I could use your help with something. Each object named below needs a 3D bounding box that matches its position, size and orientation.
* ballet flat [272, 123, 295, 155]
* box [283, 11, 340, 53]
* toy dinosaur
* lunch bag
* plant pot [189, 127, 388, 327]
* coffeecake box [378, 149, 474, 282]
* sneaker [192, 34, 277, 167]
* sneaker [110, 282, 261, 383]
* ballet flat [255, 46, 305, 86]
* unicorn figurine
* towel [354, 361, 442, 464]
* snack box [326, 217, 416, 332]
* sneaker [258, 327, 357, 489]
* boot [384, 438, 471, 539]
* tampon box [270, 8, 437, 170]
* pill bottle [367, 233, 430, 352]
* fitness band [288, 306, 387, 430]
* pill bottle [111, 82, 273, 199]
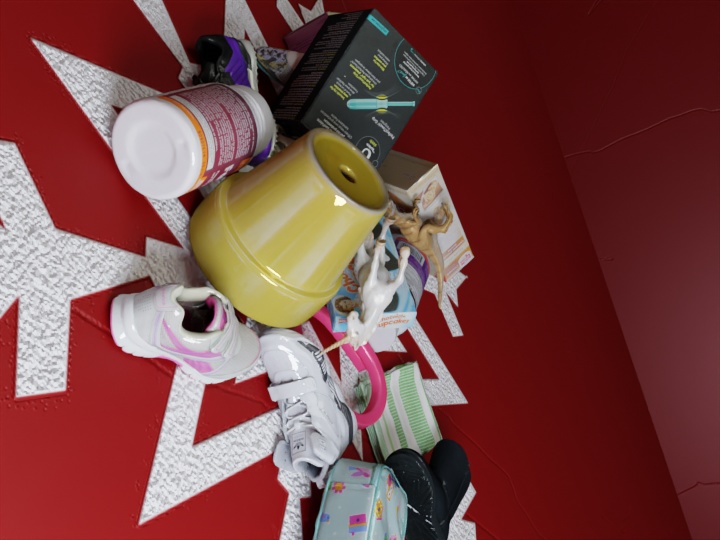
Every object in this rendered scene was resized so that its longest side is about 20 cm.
[{"bbox_3d":[-0.088,-0.142,1.164,0.200,0.071,0.071,47,35,-37],"label":"ballet flat"},{"bbox_3d":[-0.020,-0.343,1.392,0.200,0.097,0.176,65,28,-6],"label":"box"},{"bbox_3d":[0.102,-0.051,1.210,0.200,0.106,0.060,49,6,-25],"label":"toy dinosaur"},{"bbox_3d":[0.004,0.336,0.946,0.160,0.077,0.200,61,35,-48],"label":"lunch bag"},{"bbox_3d":[-0.073,-0.063,0.954,0.201,0.189,0.201,35,31,-25],"label":"plant pot"},{"bbox_3d":[0.087,-0.095,1.309,0.073,0.153,0.200,-42,128,-18],"label":"coffeecake box"},{"bbox_3d":[-0.182,-0.234,1.067,0.099,0.070,0.200,5,63,-53],"label":"sneaker"},{"bbox_3d":[-0.168,0.068,0.852,0.200,0.088,0.081,26,50,-53],"label":"sneaker"},{"bbox_3d":[-0.073,-0.301,1.238,0.200,0.072,0.072,34,43,-32],"label":"ballet flat"},{"bbox_3d":[0.015,0.012,1.025,0.074,0.138,0.200,17,27,-1],"label":"unicorn figurine"},{"bbox_3d":[0.064,0.227,1.231,0.200,0.023,0.153,-9,80,-62],"label":"towel"},{"bbox_3d":[0.000,0.000,1.133,0.037,0.116,0.200,101,-20,-45],"label":"snack box"},{"bbox_3d":[-0.074,0.171,0.965,0.200,0.075,0.115,60,27,-23],"label":"sneaker"},{"bbox_3d":[0.103,0.305,1.174,0.168,0.076,0.200,-55,132,-54],"label":"boot"},{"bbox_3d":[-0.016,-0.259,1.168,0.150,0.126,0.200,37,80,-33],"label":"tampon box"},{"bbox_3d":[0.038,0.035,1.220,0.112,0.111,0.200,58,30,-20],"label":"pill bottle"},{"bbox_3d":[-0.036,0.128,1.090,0.200,0.037,0.144,55,33,-12],"label":"fitness band"},{"bbox_3d":[-0.192,-0.162,0.941,0.114,0.114,0.200,64,28,-9],"label":"pill bottle"}]
